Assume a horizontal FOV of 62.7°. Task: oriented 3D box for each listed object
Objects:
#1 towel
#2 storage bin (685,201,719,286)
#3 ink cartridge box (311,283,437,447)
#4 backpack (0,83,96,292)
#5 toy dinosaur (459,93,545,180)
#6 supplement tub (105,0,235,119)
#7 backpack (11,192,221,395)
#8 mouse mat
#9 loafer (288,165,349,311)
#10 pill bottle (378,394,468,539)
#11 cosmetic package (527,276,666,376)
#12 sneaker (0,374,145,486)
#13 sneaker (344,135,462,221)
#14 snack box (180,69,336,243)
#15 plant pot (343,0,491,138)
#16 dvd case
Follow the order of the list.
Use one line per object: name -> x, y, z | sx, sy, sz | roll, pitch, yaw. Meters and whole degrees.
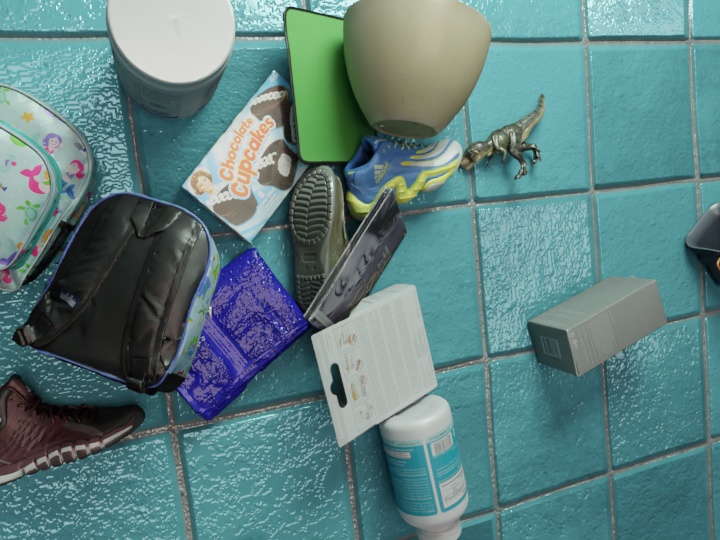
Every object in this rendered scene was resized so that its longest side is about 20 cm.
towel -> -0.175, 0.086, 0.794 | 0.200, 0.049, 0.149 | -42, 107, -14
storage bin -> 0.711, -0.020, 1.054 | 0.146, 0.199, 0.135 | -46, 116, -12
ink cartridge box -> 0.016, 0.127, 0.840 | 0.198, 0.057, 0.166 | -21, 103, -33
backpack -> -0.398, -0.099, 0.654 | 0.176, 0.150, 0.202 | 36, 76, -17
toy dinosaur -> 0.250, -0.200, 0.943 | 0.199, 0.047, 0.089 | -36, 98, -19
supplement tub -> -0.218, -0.256, 0.678 | 0.129, 0.199, 0.135 | -1, 93, -20
backpack -> -0.259, 0.023, 0.694 | 0.180, 0.147, 0.203 | 20, 79, 1
mouse mat -> -0.036, -0.249, 0.815 | 0.159, 0.007, 0.204 | -11, 96, -46
loafer -> -0.054, -0.043, 0.826 | 0.069, 0.074, 0.204 | -13, 108, -61
pill bottle -> 0.097, 0.298, 0.877 | 0.109, 0.111, 0.204 | -15, 98, -19
cosmetic package -> 0.392, 0.086, 0.980 | 0.197, 0.107, 0.092 | -21, 100, -16
sneaker -> -0.373, 0.172, 0.713 | 0.197, 0.075, 0.118 | -18, 96, -18
sneaker -> 0.060, -0.156, 0.839 | 0.199, 0.076, 0.106 | -35, 130, -15
snack box -> -0.136, -0.153, 0.801 | 0.116, 0.037, 0.201 | 39, 79, -19
plant pot -> 0.066, -0.254, 0.783 | 0.197, 0.200, 0.137 | 9, 88, -21
dvd case -> 0.000, 0.000, 0.816 | 0.016, 0.149, 0.202 | 29, 81, 19
